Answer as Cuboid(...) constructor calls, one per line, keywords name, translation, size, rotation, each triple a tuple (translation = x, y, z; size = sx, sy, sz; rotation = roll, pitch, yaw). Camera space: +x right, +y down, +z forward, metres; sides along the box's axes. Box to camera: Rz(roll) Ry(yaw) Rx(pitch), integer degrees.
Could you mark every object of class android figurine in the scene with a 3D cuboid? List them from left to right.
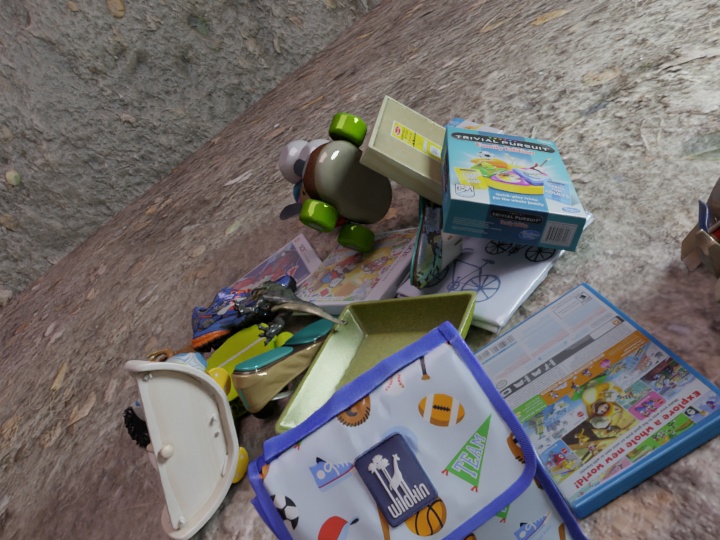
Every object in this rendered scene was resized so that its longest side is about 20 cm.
Cuboid(name="android figurine", translation=(-0.168, 0.151, 0.793), size=(0.181, 0.041, 0.200), rotation=(-35, 28, 3))

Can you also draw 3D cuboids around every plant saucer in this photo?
Cuboid(name="plant saucer", translation=(0.026, 0.117, 0.621), size=(0.197, 0.048, 0.201), rotation=(-9, 38, 41))

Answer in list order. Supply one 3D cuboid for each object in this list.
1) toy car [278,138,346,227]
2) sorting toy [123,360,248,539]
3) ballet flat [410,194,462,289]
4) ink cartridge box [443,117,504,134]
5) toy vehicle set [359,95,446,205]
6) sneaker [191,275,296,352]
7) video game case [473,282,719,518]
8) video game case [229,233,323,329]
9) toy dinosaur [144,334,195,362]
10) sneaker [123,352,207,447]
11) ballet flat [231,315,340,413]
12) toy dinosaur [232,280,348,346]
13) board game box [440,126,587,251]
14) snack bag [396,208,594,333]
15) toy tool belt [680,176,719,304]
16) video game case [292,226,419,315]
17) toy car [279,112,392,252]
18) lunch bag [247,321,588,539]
Cuboid(name="toy car", translation=(-0.062, -0.155, 1.050), size=(0.199, 0.173, 0.153), rotation=(19, 95, 56))
Cuboid(name="sorting toy", translation=(-0.236, 0.189, 0.685), size=(0.106, 0.204, 0.178), rotation=(-17, 10, -41))
Cuboid(name="ballet flat", translation=(0.104, -0.050, 0.730), size=(0.073, 0.075, 0.202), rotation=(-20, 34, 26))
Cuboid(name="ink cartridge box", translation=(0.166, -0.173, 0.886), size=(0.114, 0.068, 0.200), rotation=(-37, 28, -2))
Cuboid(name="toy vehicle set", translation=(0.072, -0.177, 0.789), size=(0.027, 0.123, 0.201), rotation=(-57, 10, 35))
Cuboid(name="sneaker", translation=(-0.191, 0.055, 0.873), size=(0.198, 0.079, 0.075), rotation=(-27, -16, 9))
Cuboid(name="video game case", translation=(0.197, 0.099, 0.492), size=(0.142, 0.018, 0.201), rotation=(-33, 28, 4))
Cuboid(name="video game case", translation=(-0.161, 0.024, 0.996), size=(0.199, 0.023, 0.182), rotation=(-37, 28, -2))
Cuboid(name="toy dinosaur", translation=(-0.298, 0.146, 0.947), size=(0.104, 0.061, 0.202), rotation=(0, 44, 11))
Cuboid(name="sneaker", translation=(-0.284, 0.192, 0.808), size=(0.200, 0.072, 0.072), rotation=(-46, -13, 31))
Cuboid(name="ballet flat", translation=(-0.084, 0.118, 0.715), size=(0.068, 0.064, 0.199), rotation=(-5, 13, 41))
Cuboid(name="toy dinosaur", translation=(-0.112, 0.052, 0.736), size=(0.087, 0.048, 0.198), rotation=(-28, 30, -33))
Cuboid(name="board game box", translation=(0.176, -0.108, 0.681), size=(0.148, 0.048, 0.201), rotation=(8, 37, 1))
Cuboid(name="snack bag", translation=(0.163, -0.015, 0.699), size=(0.200, 0.022, 0.187), rotation=(-44, 30, -20))
Cuboid(name="toy tool belt", translation=(0.328, -0.008, 0.433), size=(0.124, 0.124, 0.201), rotation=(-56, 12, 33))
Cuboid(name="video game case", translation=(0.000, 0.000, 0.835), size=(0.198, 0.023, 0.182), rotation=(-6, 34, 44))
Cuboid(name="toy car", translation=(-0.061, -0.134, 0.877), size=(0.198, 0.157, 0.167), rotation=(8, 76, 46))
Cuboid(name="lunch bag", translation=(0.041, 0.153, 0.388), size=(0.169, 0.201, 0.124), rotation=(-34, 28, 0))
